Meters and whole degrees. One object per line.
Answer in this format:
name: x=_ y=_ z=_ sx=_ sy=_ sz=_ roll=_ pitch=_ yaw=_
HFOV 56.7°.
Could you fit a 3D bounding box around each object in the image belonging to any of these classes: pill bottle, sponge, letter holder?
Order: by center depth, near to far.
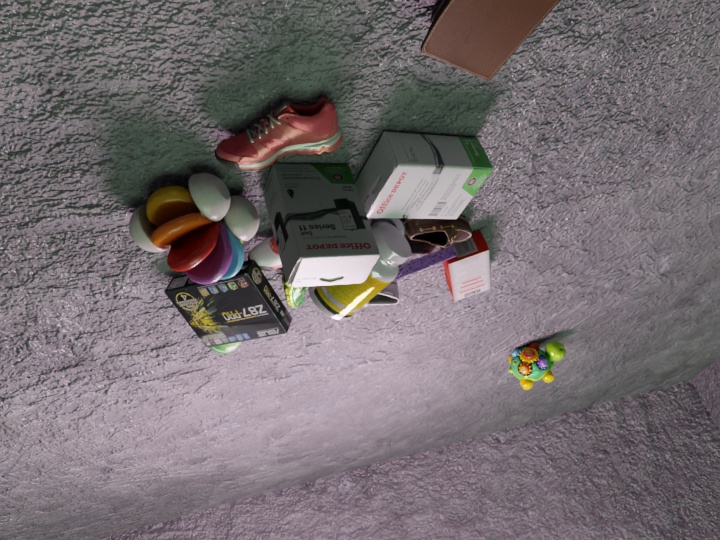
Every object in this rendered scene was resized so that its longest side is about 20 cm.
letter holder: x=0.166 y=-0.370 z=0.867 sx=0.142 sy=0.101 sz=0.200 roll=7 pitch=142 yaw=-35
pill bottle: x=0.000 y=0.000 z=1.289 sx=0.112 sy=0.113 sz=0.200 roll=15 pitch=134 yaw=-45
sponge: x=0.099 y=-0.004 z=1.439 sx=0.200 sy=0.030 sz=0.112 roll=-20 pitch=179 yaw=-25

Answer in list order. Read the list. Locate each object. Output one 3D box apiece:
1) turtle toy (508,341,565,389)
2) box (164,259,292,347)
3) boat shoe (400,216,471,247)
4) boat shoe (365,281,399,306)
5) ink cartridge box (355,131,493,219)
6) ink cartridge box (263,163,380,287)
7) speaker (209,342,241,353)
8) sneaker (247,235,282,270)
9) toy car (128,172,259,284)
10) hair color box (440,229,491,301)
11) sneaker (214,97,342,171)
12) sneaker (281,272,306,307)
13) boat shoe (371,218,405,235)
turtle toy: x=0.588 y=0.299 z=2.227 sx=0.200 sy=0.146 sz=0.101 roll=-19 pitch=130 yaw=-1
box: x=-0.257 y=0.068 z=1.301 sx=0.200 sy=0.049 sz=0.161 roll=-11 pitch=128 yaw=24
boat shoe: x=0.162 y=-0.079 z=1.390 sx=0.200 sy=0.070 sz=0.070 roll=6 pitch=142 yaw=-39
boat shoe: x=0.002 y=0.050 z=1.518 sx=0.200 sy=0.067 sz=0.074 roll=-5 pitch=148 yaw=-23
ink cartridge box: x=0.110 y=-0.167 z=1.194 sx=0.200 sy=0.084 sz=0.146 roll=-1 pitch=147 yaw=-28
ink cartridge box: x=-0.068 y=-0.079 z=1.122 sx=0.146 sy=0.200 sz=0.083 roll=-4 pitch=147 yaw=-25
speaker: x=-0.273 y=0.100 z=1.429 sx=0.088 sy=0.089 sz=0.200 roll=0 pitch=146 yaw=-30
sneaker: x=-0.117 y=-0.070 z=1.250 sx=0.201 sy=0.067 sz=0.108 roll=-15 pitch=150 yaw=-14
toy car: x=-0.267 y=-0.051 z=1.107 sx=0.175 sy=0.150 sz=0.200 roll=-28 pitch=150 yaw=15
hair color box: x=0.250 y=-0.007 z=1.570 sx=0.101 sy=0.061 sz=0.200 roll=-19 pitch=150 yaw=1
sneaker: x=-0.127 y=-0.215 z=1.012 sx=0.200 sy=0.074 sz=0.087 roll=-16 pitch=137 yaw=-12
sneaker: x=-0.119 y=0.014 z=1.381 sx=0.083 sy=0.074 sz=0.200 roll=-8 pitch=149 yaw=-11
boat shoe: x=0.050 y=-0.056 z=1.380 sx=0.062 sy=0.072 sz=0.200 roll=-19 pitch=164 yaw=-28
